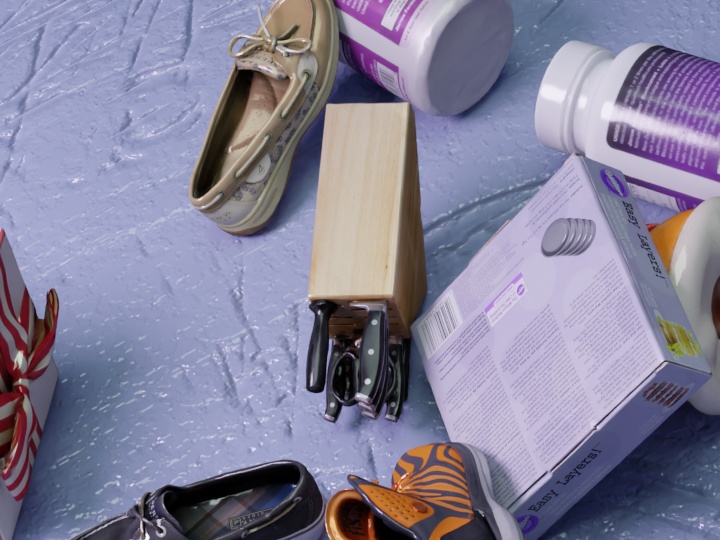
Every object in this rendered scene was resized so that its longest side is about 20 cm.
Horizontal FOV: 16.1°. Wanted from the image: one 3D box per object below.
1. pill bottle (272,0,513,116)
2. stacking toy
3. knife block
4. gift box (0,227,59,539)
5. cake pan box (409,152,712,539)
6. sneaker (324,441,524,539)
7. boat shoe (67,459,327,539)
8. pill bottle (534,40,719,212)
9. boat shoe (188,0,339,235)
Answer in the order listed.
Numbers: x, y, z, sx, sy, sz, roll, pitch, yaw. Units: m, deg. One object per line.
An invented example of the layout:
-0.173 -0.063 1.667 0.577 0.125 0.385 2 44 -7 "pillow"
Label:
0.015 -0.209 1.987 0.112 0.113 0.200 -41 54 -23 "pill bottle"
0.175 0.021 1.759 0.199 0.147 0.147 2 48 34 "stacking toy"
0.000 0.000 1.771 0.063 0.202 0.176 0 19 11 "knife block"
-0.312 0.079 1.752 0.185 0.201 0.186 1 54 11 "gift box"
0.125 0.056 1.692 0.200 0.052 0.185 -48 42 29 "cake pan box"
0.027 0.150 1.631 0.111 0.078 0.200 12 9 -17 "sneaker"
-0.121 0.173 1.711 0.198 0.067 0.070 -13 48 1 "boat shoe"
0.232 -0.101 1.846 0.199 0.112 0.112 20 56 26 "pill bottle"
-0.073 -0.128 1.919 0.073 0.063 0.201 8 75 35 "boat shoe"
